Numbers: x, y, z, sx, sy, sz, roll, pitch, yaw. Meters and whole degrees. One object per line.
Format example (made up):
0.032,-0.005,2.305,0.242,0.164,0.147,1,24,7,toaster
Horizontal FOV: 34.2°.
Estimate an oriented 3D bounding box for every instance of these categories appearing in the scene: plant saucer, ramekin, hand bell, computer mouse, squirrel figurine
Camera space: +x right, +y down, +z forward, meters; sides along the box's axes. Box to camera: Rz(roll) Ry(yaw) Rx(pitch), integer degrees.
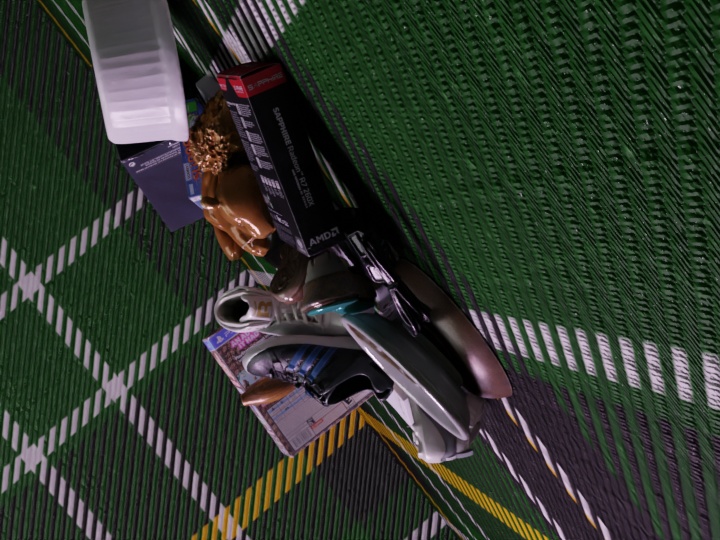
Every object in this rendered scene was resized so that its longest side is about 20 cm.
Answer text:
0.096,0.074,1.332,0.200,0.032,0.200,49,172,9,plant saucer
-0.273,-0.249,1.414,0.200,0.097,0.202,170,90,-80,ramekin
-0.063,0.133,1.537,0.104,0.198,0.105,160,90,-87,hand bell
0.063,0.108,1.336,0.200,0.050,0.200,44,173,6,plant saucer
0.027,-0.005,1.269,0.141,0.046,0.200,58,174,-17,computer mouse
-0.150,-0.113,1.404,0.201,0.141,0.187,64,-175,-5,squirrel figurine

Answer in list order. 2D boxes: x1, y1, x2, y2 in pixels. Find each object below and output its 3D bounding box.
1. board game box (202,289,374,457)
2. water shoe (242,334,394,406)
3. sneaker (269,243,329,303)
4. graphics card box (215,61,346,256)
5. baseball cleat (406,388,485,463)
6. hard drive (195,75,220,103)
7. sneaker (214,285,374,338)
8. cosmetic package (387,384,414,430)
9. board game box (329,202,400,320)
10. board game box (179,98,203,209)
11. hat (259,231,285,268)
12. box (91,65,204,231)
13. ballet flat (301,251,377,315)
-0.097,0.130,1.628,0.201,0.159,0.097,55,167,-3,board game box
-0.054,0.127,1.458,0.072,0.198,0.080,68,-159,-57,water shoe
-0.057,0.001,1.409,0.075,0.071,0.200,38,-163,-11,sneaker
-0.086,-0.122,1.242,0.201,0.051,0.125,70,166,-16,graphics card box
0.103,0.152,1.505,0.070,0.105,0.202,88,173,-62,baseball cleat
-0.148,-0.167,1.618,0.132,0.027,0.200,43,169,45,hard drive
-0.090,0.057,1.472,0.199,0.074,0.115,-3,175,34,sneaker
0.038,0.117,1.655,0.200,0.081,0.113,47,169,32,cosmetic package
0.000,0.000,1.511,0.126,0.035,0.200,49,172,17,board game box
-0.201,-0.140,1.628,0.200,0.034,0.137,48,-151,-72,board game box
-0.130,-0.061,1.595,0.201,0.081,0.201,52,175,6,hat
-0.296,-0.203,1.766,0.199,0.122,0.201,63,-176,-57,box
-0.031,0.015,1.320,0.200,0.068,0.068,17,-125,-79,ballet flat
